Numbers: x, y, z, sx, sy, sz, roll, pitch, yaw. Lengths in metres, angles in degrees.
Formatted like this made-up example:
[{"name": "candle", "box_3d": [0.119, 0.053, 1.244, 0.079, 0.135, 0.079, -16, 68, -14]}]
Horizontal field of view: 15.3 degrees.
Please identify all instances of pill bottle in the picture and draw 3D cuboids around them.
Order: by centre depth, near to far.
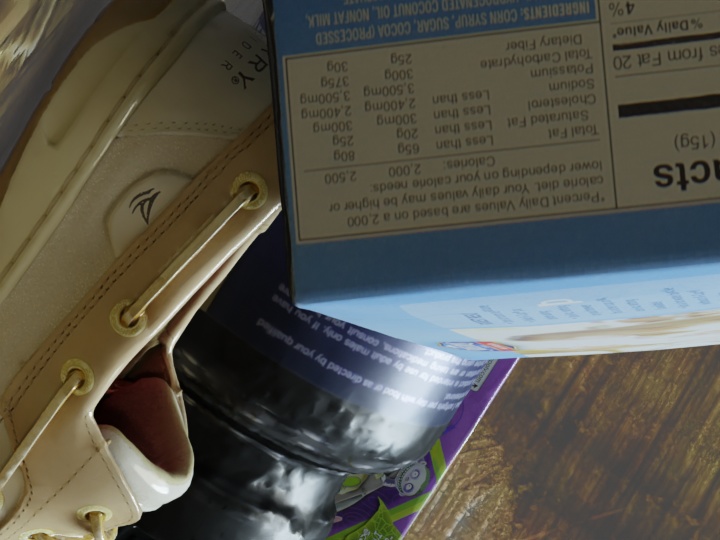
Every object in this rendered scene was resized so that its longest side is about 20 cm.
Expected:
[{"name": "pill bottle", "box_3d": [-0.003, -0.012, 0.790, 0.201, 0.112, 0.112, -58, 176, 11]}]

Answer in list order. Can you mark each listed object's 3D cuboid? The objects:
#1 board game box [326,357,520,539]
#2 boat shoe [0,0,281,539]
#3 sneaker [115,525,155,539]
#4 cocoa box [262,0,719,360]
[{"name": "board game box", "box_3d": [0.000, 0.000, 0.873, 0.200, 0.120, 0.032, -58, 176, 18]}, {"name": "boat shoe", "box_3d": [-0.068, 0.030, 0.615, 0.201, 0.069, 0.074, -59, 175, 23]}, {"name": "sneaker", "box_3d": [-0.107, 0.113, 0.833, 0.104, 0.060, 0.200, -41, 172, 33]}, {"name": "cocoa box", "box_3d": [0.063, -0.053, 0.577, 0.200, 0.133, 0.132, 22, 62, -77]}]
